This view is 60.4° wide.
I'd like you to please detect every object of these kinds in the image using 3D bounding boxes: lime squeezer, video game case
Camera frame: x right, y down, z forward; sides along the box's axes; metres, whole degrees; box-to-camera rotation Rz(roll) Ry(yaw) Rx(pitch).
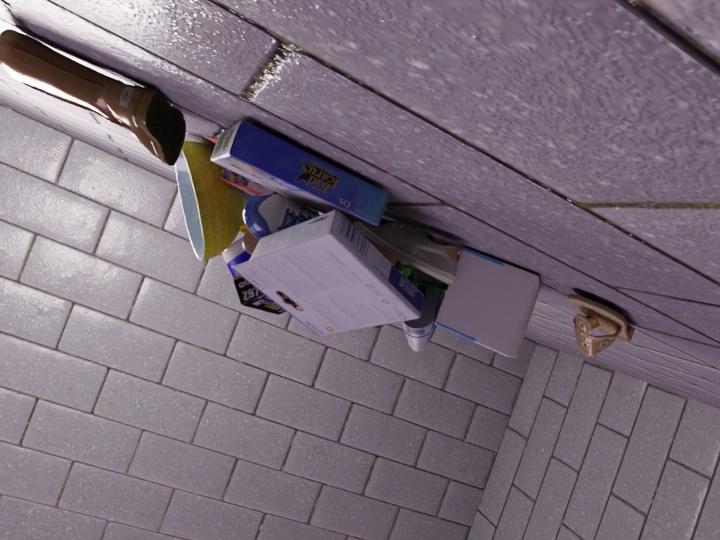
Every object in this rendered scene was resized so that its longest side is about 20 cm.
[{"bbox_3d":[0.072,0.013,0.909,0.069,0.039,0.199,29,-177,25],"label":"lime squeezer"},{"bbox_3d":[-0.083,-0.120,0.786,0.195,0.047,0.181,24,180,-22],"label":"video game case"}]

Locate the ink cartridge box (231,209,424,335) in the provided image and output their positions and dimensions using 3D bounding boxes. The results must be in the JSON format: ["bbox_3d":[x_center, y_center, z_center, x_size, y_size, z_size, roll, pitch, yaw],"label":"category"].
[{"bbox_3d":[-0.044,0.014,0.841,0.196,0.044,0.196,-12,138,40],"label":"ink cartridge box"}]

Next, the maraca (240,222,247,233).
[{"bbox_3d":[-0.208,-0.127,1.244,0.134,0.110,0.200,28,-172,11],"label":"maraca"}]

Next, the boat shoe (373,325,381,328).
[{"bbox_3d":[0.000,0.000,0.962,0.073,0.064,0.202,41,-166,-49],"label":"boat shoe"}]

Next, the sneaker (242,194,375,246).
[{"bbox_3d":[-0.064,-0.057,0.850,0.196,0.078,0.087,22,162,-31],"label":"sneaker"}]

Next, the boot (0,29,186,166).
[{"bbox_3d":[-0.335,-0.221,0.799,0.194,0.068,0.176,22,166,2],"label":"boot"}]

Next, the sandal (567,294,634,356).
[{"bbox_3d":[0.370,0.101,0.958,0.076,0.072,0.209,20,177,41],"label":"sandal"}]

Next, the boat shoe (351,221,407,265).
[{"bbox_3d":[0.029,-0.049,1.070,0.196,0.075,0.064,18,-172,43],"label":"boat shoe"}]

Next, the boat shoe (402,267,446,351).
[{"bbox_3d":[0.105,0.043,1.022,0.071,0.203,0.067,9,135,17],"label":"boat shoe"}]

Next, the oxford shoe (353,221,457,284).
[{"bbox_3d":[0.071,-0.044,0.945,0.197,0.059,0.074,29,-174,34],"label":"oxford shoe"}]

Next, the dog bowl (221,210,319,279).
[{"bbox_3d":[-0.154,-0.042,1.153,0.081,0.196,0.200,62,176,-2],"label":"dog bowl"}]

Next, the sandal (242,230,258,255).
[{"bbox_3d":[-0.093,-0.074,0.995,0.207,0.071,0.078,-6,-133,-43],"label":"sandal"}]

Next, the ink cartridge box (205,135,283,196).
[{"bbox_3d":[-0.157,-0.143,0.972,0.106,0.052,0.199,21,179,22],"label":"ink cartridge box"}]

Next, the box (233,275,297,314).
[{"bbox_3d":[-0.101,0.015,1.020,0.155,0.051,0.200,-22,169,7],"label":"box"}]

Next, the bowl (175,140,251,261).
[{"bbox_3d":[-0.247,-0.127,1.070,0.104,0.208,0.199,-13,-167,-22],"label":"bowl"}]

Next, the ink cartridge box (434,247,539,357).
[{"bbox_3d":[0.214,0.059,1.013,0.125,0.129,0.199,21,179,18],"label":"ink cartridge box"}]
